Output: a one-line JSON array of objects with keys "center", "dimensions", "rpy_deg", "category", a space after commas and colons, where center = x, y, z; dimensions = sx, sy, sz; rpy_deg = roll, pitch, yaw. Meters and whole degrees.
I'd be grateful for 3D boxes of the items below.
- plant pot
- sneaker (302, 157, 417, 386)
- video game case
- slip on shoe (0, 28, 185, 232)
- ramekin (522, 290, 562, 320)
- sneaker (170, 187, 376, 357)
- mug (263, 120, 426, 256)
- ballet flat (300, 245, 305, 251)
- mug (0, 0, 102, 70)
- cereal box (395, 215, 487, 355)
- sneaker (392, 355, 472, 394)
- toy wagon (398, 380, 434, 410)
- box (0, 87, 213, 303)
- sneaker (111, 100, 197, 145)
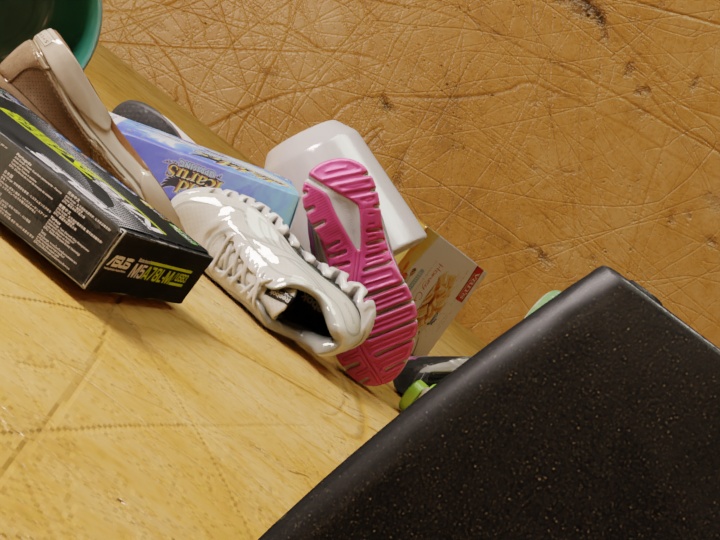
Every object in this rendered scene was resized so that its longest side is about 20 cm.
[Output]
[{"center": [0.087, 0.114, 0.480], "dimensions": [0.199, 0.178, 0.199], "rpy_deg": [38, 3, 18], "category": "plant pot"}, {"center": [0.000, 0.000, 1.254], "dimensions": [0.088, 0.080, 0.202], "rpy_deg": [-118, -162, -85], "category": "sneaker"}, {"center": [-0.155, -0.090, 1.281], "dimensions": [0.198, 0.046, 0.181], "rpy_deg": [20, 7, -8], "category": "video game case"}, {"center": [-0.194, -0.077, 1.034], "dimensions": [0.076, 0.060, 0.201], "rpy_deg": [40, -18, 56], "category": "slip on shoe"}, {"center": [0.213, 0.121, 1.591], "dimensions": [0.097, 0.201, 0.200], "rpy_deg": [31, 1, 17], "category": "ramekin"}, {"center": [-0.080, 0.001, 1.164], "dimensions": [0.199, 0.076, 0.081], "rpy_deg": [33, 22, 5], "category": "sneaker"}, {"center": [-0.044, -0.062, 1.492], "dimensions": [0.154, 0.185, 0.149], "rpy_deg": [64, 21, 2], "category": "mug"}, {"center": [-0.042, 0.029, 1.321], "dimensions": [0.200, 0.067, 0.071], "rpy_deg": [33, 29, -52], "category": "ballet flat"}, {"center": [-0.288, -0.210, 1.057], "dimensions": [0.184, 0.153, 0.114], "rpy_deg": [36, 1, -24], "category": "mug"}, {"center": [0.069, 0.023, 1.759], "dimensions": [0.039, 0.144, 0.200], "rpy_deg": [39, 4, 32], "category": "cereal box"}, {"center": [0.117, 0.131, 1.421], "dimensions": [0.198, 0.087, 0.080], "rpy_deg": [8, -9, -38], "category": "sneaker"}, {"center": [0.105, 0.155, 1.266], "dimensions": [0.155, 0.040, 0.200], "rpy_deg": [39, 3, 17], "category": "toy wagon"}, {"center": [-0.198, -0.058, 0.869], "dimensions": [0.199, 0.048, 0.193], "rpy_deg": [38, 0, 10], "category": "box"}, {"center": [-0.169, -0.089, 1.443], "dimensions": [0.201, 0.067, 0.108], "rpy_deg": [39, 0, 4], "category": "sneaker"}]
